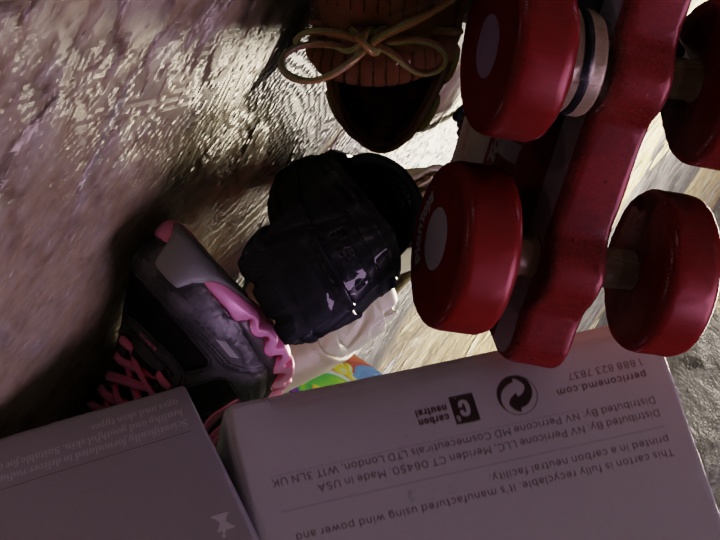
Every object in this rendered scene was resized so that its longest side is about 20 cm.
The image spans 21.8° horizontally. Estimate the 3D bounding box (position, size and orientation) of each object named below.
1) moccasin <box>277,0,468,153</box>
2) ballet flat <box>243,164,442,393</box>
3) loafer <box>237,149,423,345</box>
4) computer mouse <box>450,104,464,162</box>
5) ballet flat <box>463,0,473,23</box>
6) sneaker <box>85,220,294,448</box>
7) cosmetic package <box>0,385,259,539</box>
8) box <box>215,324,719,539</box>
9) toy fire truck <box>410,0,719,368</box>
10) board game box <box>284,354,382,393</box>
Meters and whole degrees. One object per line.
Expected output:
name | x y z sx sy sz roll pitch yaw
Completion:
moccasin | 0.007 -0.101 0.739 0.202 0.073 0.078 106 -7 -74
ballet flat | 0.000 0.000 0.963 0.200 0.069 0.070 -48 166 -49
loafer | -0.003 -0.019 0.820 0.070 0.068 0.201 -27 -171 10
computer mouse | 0.075 -0.121 1.012 0.141 0.046 0.200 -62 178 6
ballet flat | 0.085 -0.195 0.885 0.201 0.056 0.067 -56 162 -32
sneaker | -0.085 0.055 0.813 0.095 0.079 0.200 -35 158 -18
cosmetic package | -0.116 0.146 0.796 0.106 0.091 0.201 -14 145 -24
box | 0.051 0.149 0.801 0.197 0.202 0.131 -11 158 -15
toy fire truck | 0.080 -0.067 0.765 0.168 0.111 0.202 -114 -146 -59
board game box | 0.002 0.127 0.989 0.105 0.199 0.103 -59 166 18
